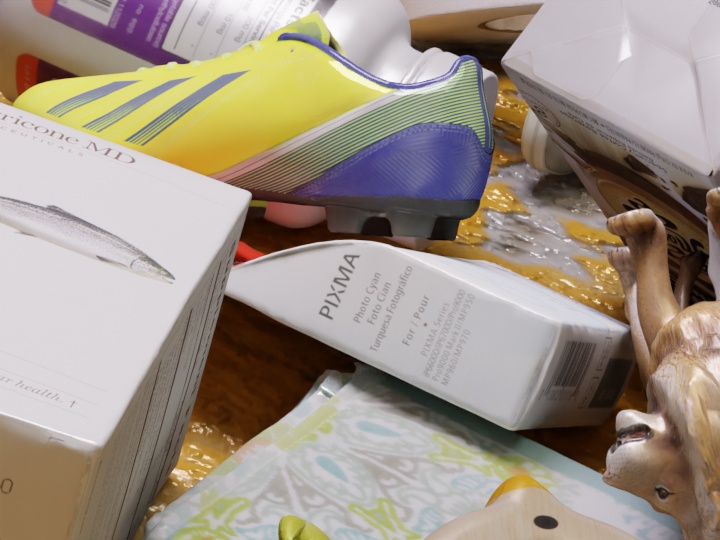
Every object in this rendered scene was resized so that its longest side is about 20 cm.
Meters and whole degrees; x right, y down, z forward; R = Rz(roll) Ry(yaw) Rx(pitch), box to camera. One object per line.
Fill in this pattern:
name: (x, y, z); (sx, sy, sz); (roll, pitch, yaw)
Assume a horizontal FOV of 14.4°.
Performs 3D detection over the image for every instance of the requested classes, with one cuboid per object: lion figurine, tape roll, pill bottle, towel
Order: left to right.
pill bottle: (-0.047, -0.086, 1.221); (0.200, 0.112, 0.111); (25, 26, 13)
towel: (0.036, 0.112, 0.961); (0.200, 0.048, 0.171); (26, 29, 16)
tape roll: (0.111, -0.139, 1.400); (0.202, 0.037, 0.203); (-3, -1, 0)
lion figurine: (0.128, 0.039, 1.036); (0.072, 0.123, 0.200); (-14, -6, 12)

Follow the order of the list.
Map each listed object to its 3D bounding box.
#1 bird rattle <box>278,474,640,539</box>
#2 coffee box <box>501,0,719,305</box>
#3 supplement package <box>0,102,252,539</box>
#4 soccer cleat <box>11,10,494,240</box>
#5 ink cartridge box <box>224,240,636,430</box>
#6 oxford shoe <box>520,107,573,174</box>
bird rattle: (0.062, 0.132, 0.819); (0.200, 0.113, 0.163); (30, 41, 15)
coffee box: (0.153, -0.044, 1.182); (0.113, 0.080, 0.200); (32, -10, 35)
supplement package: (-0.123, 0.041, 0.913); (0.117, 0.118, 0.200); (19, 25, 3)
soccer cleat: (-0.042, -0.062, 1.118); (0.200, 0.084, 0.065); (8, 1, 20)
ink cartridge box: (0.000, 0.000, 1.097); (0.200, 0.047, 0.160); (27, 6, 15)
oxford shoe: (0.143, -0.082, 1.383); (0.058, 0.075, 0.200); (29, 22, 28)
